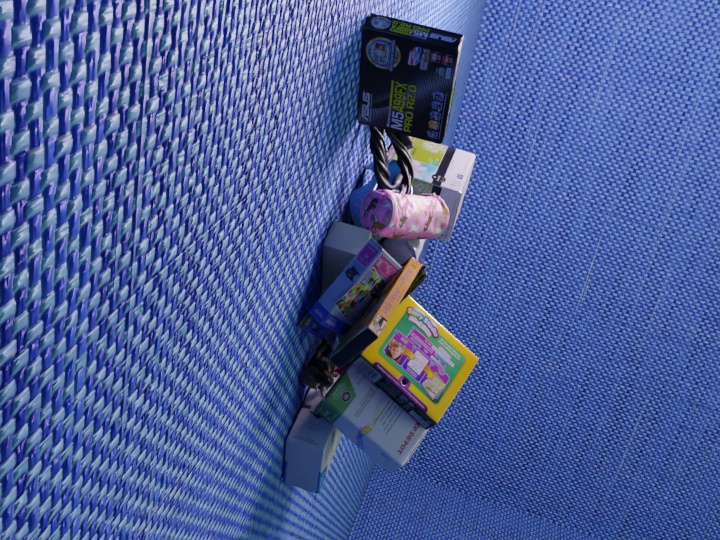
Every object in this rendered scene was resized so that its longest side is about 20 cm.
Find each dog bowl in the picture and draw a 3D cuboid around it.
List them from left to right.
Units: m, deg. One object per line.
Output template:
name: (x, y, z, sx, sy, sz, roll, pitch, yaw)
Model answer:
dog bowl: (0.046, -0.144, 1.624, 0.112, 0.049, 0.201, 54, 39, -24)

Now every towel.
towel: (0.056, 0.067, 1.627, 0.200, 0.023, 0.144, -48, -175, -2)

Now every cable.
cable: (0.051, -0.221, 1.563, 0.200, 0.050, 0.166, 36, 58, -63)

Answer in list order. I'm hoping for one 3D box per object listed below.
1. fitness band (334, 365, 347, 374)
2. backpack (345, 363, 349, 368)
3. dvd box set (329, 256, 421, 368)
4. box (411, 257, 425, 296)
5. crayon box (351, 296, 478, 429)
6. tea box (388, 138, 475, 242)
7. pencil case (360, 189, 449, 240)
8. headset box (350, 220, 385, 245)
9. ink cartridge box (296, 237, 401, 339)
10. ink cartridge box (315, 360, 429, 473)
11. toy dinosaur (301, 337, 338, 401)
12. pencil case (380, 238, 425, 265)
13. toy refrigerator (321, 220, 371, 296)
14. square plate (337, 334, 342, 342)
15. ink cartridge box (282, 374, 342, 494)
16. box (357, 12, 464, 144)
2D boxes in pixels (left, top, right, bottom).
fitness band: (-0.021, 0.179, 1.903, 0.144, 0.037, 0.201, -59, -176, 47)
backpack: (0.059, 0.223, 1.791, 0.199, 0.155, 0.190, -41, 149, 7)
dvd box set: (0.028, 0.076, 1.506, 0.146, 0.029, 0.201, -43, -171, 48)
box: (0.095, 0.053, 1.814, 0.122, 0.032, 0.201, -60, 171, -31)
crayon box: (0.109, 0.177, 1.619, 0.173, 0.200, 0.058, -50, -177, -32)
tea box: (0.142, -0.194, 1.878, 0.201, 0.193, 0.135, -63, 167, -54)
pencil case: (0.084, -0.104, 1.545, 0.198, 0.082, 0.088, -2, 70, -51)
headset box: (0.000, 0.000, 1.705, 0.202, 0.076, 0.150, 96, 13, -52)
ink cartridge box: (-0.017, 0.045, 1.456, 0.200, 0.042, 0.119, -48, 156, 2)
ink cartridge box: (0.033, 0.277, 1.629, 0.145, 0.199, 0.084, -49, 179, -30)
toy dinosaur: (-0.079, 0.195, 1.625, 0.103, 0.077, 0.200, -52, 179, -13)
pencil case: (0.094, -0.066, 1.682, 0.091, 0.082, 0.201, -58, -178, 34)
toy refrigerator: (-0.027, 0.002, 1.540, 0.202, 0.075, 0.071, 94, 15, -51)
square plate: (0.022, 0.050, 1.847, 0.197, 0.028, 0.202, -31, -150, 53)
ink cartridge box: (-0.086, 0.330, 1.708, 0.201, 0.083, 0.148, -65, 167, -49)
box: (0.079, -0.316, 1.378, 0.202, 0.157, 0.045, 96, 12, -51)
